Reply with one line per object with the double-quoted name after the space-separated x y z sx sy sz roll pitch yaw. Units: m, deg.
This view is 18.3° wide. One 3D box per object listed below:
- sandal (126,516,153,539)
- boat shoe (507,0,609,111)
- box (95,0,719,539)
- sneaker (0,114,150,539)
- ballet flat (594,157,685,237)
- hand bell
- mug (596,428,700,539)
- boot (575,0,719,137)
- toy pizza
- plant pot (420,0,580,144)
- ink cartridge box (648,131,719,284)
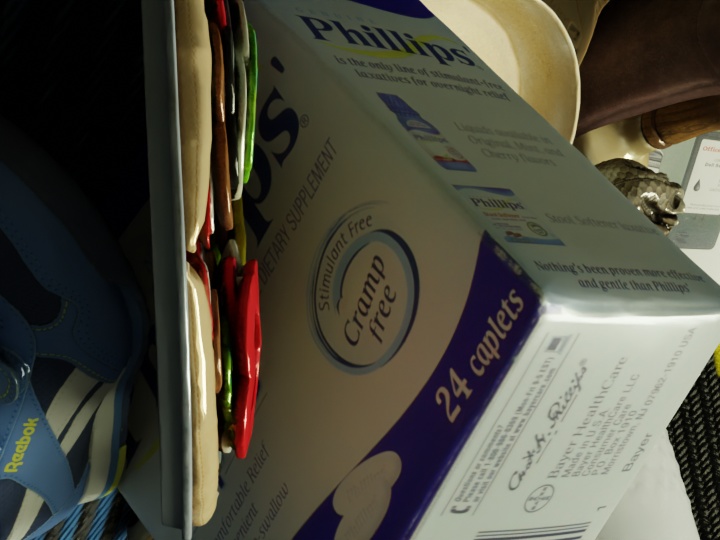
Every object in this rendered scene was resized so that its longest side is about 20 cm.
-0.066 0.071 1.049 0.080 0.054 0.200 -32 169 -43 "sandal"
0.086 -0.141 1.028 0.065 0.072 0.200 -16 -146 48 "boat shoe"
-0.002 0.023 0.780 0.105 0.200 0.184 3 125 -44 "box"
-0.120 0.033 0.719 0.082 0.074 0.200 -33 151 -28 "sneaker"
0.143 -0.003 1.106 0.046 0.068 0.200 -22 153 3 "ballet flat"
0.153 -0.074 1.107 0.200 0.104 0.104 -19 -167 41 "hand bell"
0.065 0.095 1.134 0.147 0.176 0.200 -2 156 -31 "mug"
0.135 -0.087 1.041 0.166 0.072 0.200 -33 -150 16 "boot"
-0.048 -0.020 0.670 0.200 0.032 0.201 178 -90 -85 "toy pizza"
0.001 -0.040 0.910 0.200 0.027 0.200 -25 140 -23 "plant pot"
0.172 -0.063 1.254 0.146 0.084 0.200 -100 -155 -71 "ink cartridge box"
